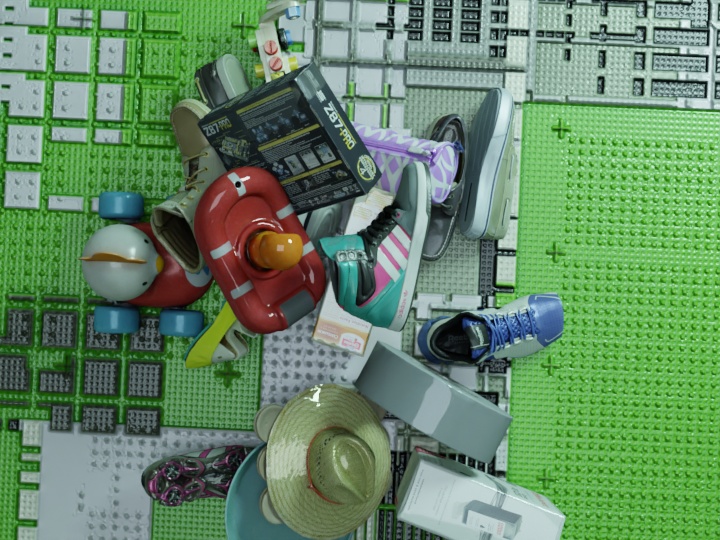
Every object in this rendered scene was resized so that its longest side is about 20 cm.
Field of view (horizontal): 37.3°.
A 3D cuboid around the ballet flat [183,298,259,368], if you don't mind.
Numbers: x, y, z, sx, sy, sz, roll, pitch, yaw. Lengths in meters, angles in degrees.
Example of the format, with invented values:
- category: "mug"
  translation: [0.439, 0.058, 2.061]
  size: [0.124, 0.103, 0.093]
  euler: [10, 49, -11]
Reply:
- category: "ballet flat"
  translation: [-0.164, 0.074, 1.387]
  size: [0.067, 0.067, 0.201]
  euler: [43, 117, 14]

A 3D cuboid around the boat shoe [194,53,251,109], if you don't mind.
- category: "boat shoe"
  translation: [-0.163, -0.182, 1.426]
  size: [0.060, 0.072, 0.204]
  euler: [-17, 95, 24]

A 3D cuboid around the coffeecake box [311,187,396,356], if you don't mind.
- category: "coffeecake box"
  translation: [0.000, 0.000, 1.374]
  size: [0.072, 0.154, 0.203]
  euler: [18, 90, -1]

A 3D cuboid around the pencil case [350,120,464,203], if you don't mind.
- category: "pencil case"
  translation: [0.029, -0.144, 1.377]
  size: [0.197, 0.085, 0.085]
  euler: [14, 77, 28]

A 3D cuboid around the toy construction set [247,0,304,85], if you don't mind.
- category: "toy construction set"
  translation: [-0.106, -0.276, 1.392]
  size: [0.090, 0.131, 0.204]
  euler: [2, 89, 1]

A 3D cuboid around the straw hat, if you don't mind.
- category: "straw hat"
  translation: [-0.022, 0.249, 1.350]
  size: [0.198, 0.085, 0.205]
  euler: [1, 89, -31]

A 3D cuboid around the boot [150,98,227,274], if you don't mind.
- category: "boot"
  translation: [-0.213, -0.109, 1.346]
  size: [0.071, 0.154, 0.202]
  euler: [-19, 101, 33]

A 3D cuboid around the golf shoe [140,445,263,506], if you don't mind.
- category: "golf shoe"
  translation: [-0.191, 0.267, 1.416]
  size: [0.197, 0.092, 0.074]
  euler: [2, 88, -22]

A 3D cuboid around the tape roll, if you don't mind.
- category: "tape roll"
  translation: [0.092, 0.165, 1.348]
  size: [0.198, 0.200, 0.067]
  euler: [29, 89, 1]

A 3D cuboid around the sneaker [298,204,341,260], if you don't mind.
- category: "sneaker"
  translation: [-0.100, -0.018, 1.426]
  size: [0.080, 0.076, 0.202]
  euler: [29, 95, 25]

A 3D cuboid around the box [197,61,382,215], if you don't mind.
- category: "box"
  translation: [-0.090, -0.147, 1.299]
  size: [0.162, 0.198, 0.049]
  euler: [55, 50, -19]

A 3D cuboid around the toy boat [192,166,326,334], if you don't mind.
- category: "toy boat"
  translation: [-0.110, -0.026, 1.263]
  size: [0.130, 0.130, 0.202]
  euler: [-34, 103, -25]

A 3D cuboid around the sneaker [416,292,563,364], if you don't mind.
- category: "sneaker"
  translation: [0.173, 0.085, 1.390]
  size: [0.196, 0.115, 0.082]
  euler: [-12, 90, 1]

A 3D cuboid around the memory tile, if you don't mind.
- category: "memory tile"
  translation: [-0.047, 0.237, 1.395]
  size: [0.197, 0.017, 0.156]
  euler: [-6, 93, -30]

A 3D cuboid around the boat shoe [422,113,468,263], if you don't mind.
- category: "boat shoe"
  translation: [0.103, -0.111, 1.418]
  size: [0.071, 0.065, 0.203]
  euler: [13, 90, 1]

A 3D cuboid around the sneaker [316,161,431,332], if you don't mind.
- category: "sneaker"
  translation: [0.011, -0.037, 1.260]
  size: [0.119, 0.084, 0.204]
  euler: [11, 91, -12]

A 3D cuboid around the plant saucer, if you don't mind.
- category: "plant saucer"
  translation: [-0.094, 0.309, 1.397]
  size: [0.197, 0.036, 0.204]
  euler: [1, 89, -31]

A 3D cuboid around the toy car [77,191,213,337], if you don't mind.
- category: "toy car"
  translation: [-0.281, -0.008, 1.357]
  size: [0.174, 0.200, 0.188]
  euler: [3, 90, 1]

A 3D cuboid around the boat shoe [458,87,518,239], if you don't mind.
- category: "boat shoe"
  translation: [0.179, -0.140, 1.425]
  size: [0.061, 0.072, 0.203]
  euler: [10, 93, -23]

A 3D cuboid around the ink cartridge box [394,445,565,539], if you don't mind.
- category: "ink cartridge box"
  translation: [0.150, 0.306, 1.372]
  size: [0.197, 0.146, 0.086]
  euler: [23, 88, 1]
